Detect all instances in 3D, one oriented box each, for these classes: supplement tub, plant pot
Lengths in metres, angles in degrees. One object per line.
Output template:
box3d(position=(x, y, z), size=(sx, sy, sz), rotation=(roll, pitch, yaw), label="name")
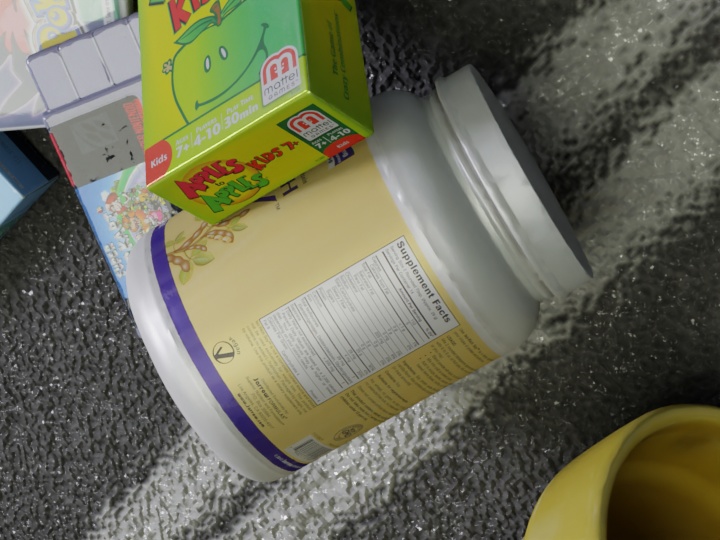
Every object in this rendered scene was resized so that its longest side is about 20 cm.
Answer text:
box3d(position=(0.000, 0.000, 0.832), size=(0.200, 0.145, 0.146), rotation=(-30, 98, 10), label="supplement tub")
box3d(position=(0.143, 0.197, 0.859), size=(0.201, 0.201, 0.189), rotation=(47, 135, -2), label="plant pot")

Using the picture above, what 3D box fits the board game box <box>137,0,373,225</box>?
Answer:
box3d(position=(-0.057, -0.134, 0.803), size=(0.102, 0.200, 0.048), rotation=(-28, 143, 30), label="board game box")

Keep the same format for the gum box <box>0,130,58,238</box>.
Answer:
box3d(position=(-0.307, -0.055, 1.018), size=(0.170, 0.045, 0.200), rotation=(48, 121, -2), label="gum box")

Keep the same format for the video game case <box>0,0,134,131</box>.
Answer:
box3d(position=(-0.220, -0.173, 0.907), size=(0.182, 0.023, 0.200), rotation=(-4, 110, 3), label="video game case")

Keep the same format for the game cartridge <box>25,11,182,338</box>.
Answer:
box3d(position=(-0.090, -0.047, 0.915), size=(0.129, 0.038, 0.200), rotation=(-22, 103, 4), label="game cartridge")
